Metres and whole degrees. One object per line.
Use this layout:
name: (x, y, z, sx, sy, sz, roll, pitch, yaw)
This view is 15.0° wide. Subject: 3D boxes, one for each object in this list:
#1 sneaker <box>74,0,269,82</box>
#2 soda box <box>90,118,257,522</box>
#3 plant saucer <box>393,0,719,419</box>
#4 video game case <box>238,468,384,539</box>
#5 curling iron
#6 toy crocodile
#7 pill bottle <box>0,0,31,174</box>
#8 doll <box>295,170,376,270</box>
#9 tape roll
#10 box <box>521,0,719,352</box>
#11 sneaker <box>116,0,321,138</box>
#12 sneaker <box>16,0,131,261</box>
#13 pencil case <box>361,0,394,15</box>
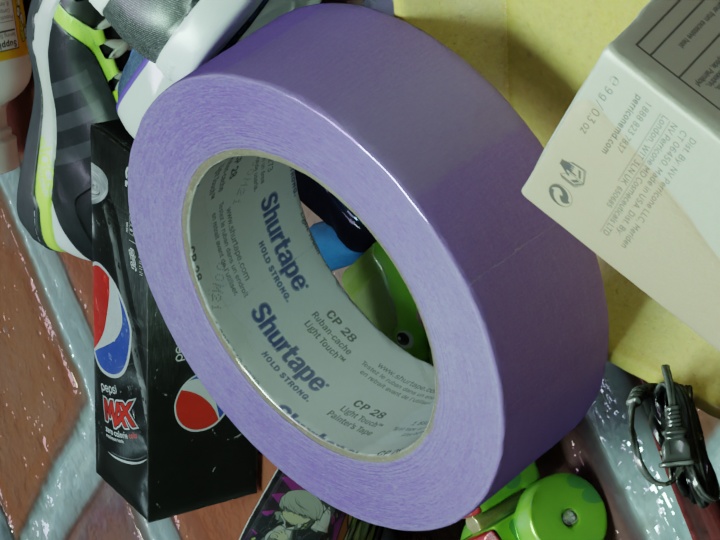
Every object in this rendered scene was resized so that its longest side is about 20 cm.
sneaker: (-0.048, -0.182, 1.093, 0.112, 0.200, 0.073, 39, 167, 0)
soda box: (-0.094, 0.022, 1.391, 0.063, 0.070, 0.201, 35, 130, 51)
plant saucer: (0.101, -0.055, 0.992, 0.199, 0.048, 0.201, 28, 137, 35)
video game case: (-0.028, 0.149, 1.241, 0.036, 0.181, 0.201, 20, 128, 9)
curling iron: (0.139, 0.127, 1.027, 0.025, 0.050, 0.201, -15, 111, 18)
toy crocodile: (0.047, 0.080, 1.167, 0.201, 0.062, 0.067, 62, 148, 4)
pill bottle: (-0.243, -0.152, 1.546, 0.104, 0.104, 0.201, 10, 110, 58)
doll: (-0.016, -0.059, 1.250, 0.200, 0.048, 0.137, 44, 131, 35)
tape roll: (0.000, 0.000, 1.064, 0.200, 0.066, 0.201, 32, 140, 32)
box: (0.161, -0.008, 0.846, 0.200, 0.095, 0.078, 40, 141, 9)
sneaker: (-0.078, -0.173, 1.206, 0.146, 0.080, 0.200, 44, 110, 16)
sneaker: (-0.124, -0.086, 1.430, 0.083, 0.072, 0.201, 26, 127, 25)
pencil case: (0.054, -0.145, 1.060, 0.091, 0.083, 0.201, -105, 24, -46)
